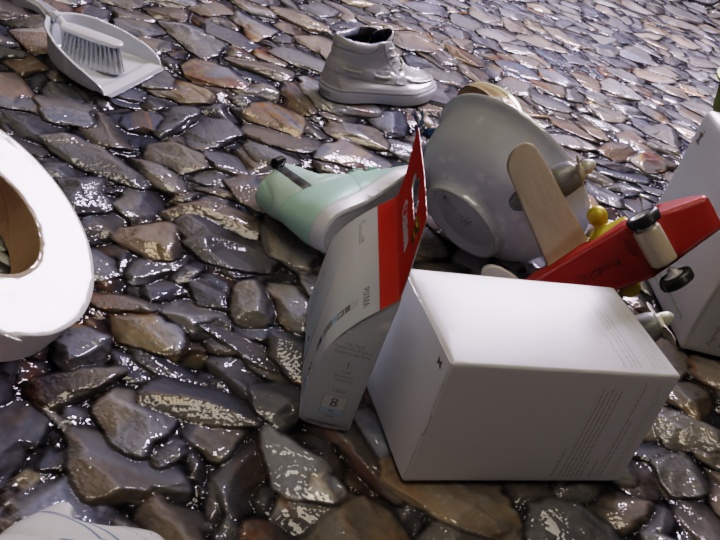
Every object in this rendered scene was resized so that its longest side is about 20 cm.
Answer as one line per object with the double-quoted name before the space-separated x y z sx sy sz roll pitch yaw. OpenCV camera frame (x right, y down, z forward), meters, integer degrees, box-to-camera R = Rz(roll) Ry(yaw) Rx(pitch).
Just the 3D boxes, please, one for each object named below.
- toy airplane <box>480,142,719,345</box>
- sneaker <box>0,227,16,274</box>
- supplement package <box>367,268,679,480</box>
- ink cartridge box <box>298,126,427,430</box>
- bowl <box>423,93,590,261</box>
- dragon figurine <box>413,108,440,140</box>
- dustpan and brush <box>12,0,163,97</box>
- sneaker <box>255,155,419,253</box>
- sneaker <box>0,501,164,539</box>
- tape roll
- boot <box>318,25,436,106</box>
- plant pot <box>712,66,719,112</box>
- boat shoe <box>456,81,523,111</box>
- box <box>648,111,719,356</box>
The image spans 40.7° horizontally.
"toy airplane" 0.215 -0.004 0.914 0.199 0.201 0.141 19 25 16
"sneaker" -0.311 -0.022 0.728 0.200 0.076 0.088 54 23 -6
"supplement package" 0.124 0.086 0.780 0.199 0.122 0.120 5 34 -22
"ink cartridge box" 0.000 0.000 0.771 0.047 0.200 0.160 14 31 -8
"bowl" 0.133 -0.077 1.013 0.201 0.201 0.090 35 68 25
"dragon figurine" 0.138 -0.136 1.191 0.059 0.099 0.200 -9 60 -39
"dustpan and brush" -0.350 -0.287 1.168 0.199 0.057 0.140 23 32 8
"sneaker" -0.021 -0.091 1.025 0.118 0.074 0.200 33 33 25
"sneaker" -0.122 0.186 0.546 0.199 0.075 0.087 26 27 10
"tape roll" -0.271 -0.030 0.667 0.203 0.037 0.203 46 23 -25
"boot" 0.037 -0.284 1.334 0.200 0.096 0.074 -11 42 -39
"plant pot" 0.522 -0.140 1.276 0.199 0.190 0.200 14 31 -9
"boat shoe" 0.178 -0.193 1.288 0.066 0.074 0.200 2 35 -34
"box" 0.434 -0.029 1.048 0.171 0.200 0.199 14 32 -11
